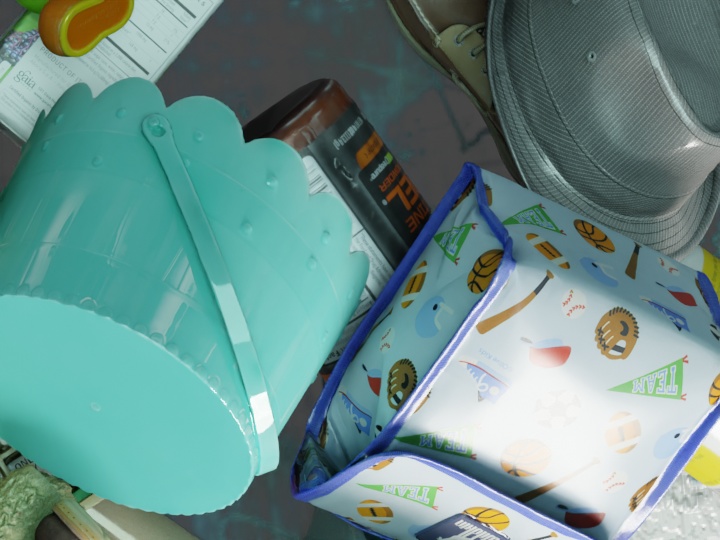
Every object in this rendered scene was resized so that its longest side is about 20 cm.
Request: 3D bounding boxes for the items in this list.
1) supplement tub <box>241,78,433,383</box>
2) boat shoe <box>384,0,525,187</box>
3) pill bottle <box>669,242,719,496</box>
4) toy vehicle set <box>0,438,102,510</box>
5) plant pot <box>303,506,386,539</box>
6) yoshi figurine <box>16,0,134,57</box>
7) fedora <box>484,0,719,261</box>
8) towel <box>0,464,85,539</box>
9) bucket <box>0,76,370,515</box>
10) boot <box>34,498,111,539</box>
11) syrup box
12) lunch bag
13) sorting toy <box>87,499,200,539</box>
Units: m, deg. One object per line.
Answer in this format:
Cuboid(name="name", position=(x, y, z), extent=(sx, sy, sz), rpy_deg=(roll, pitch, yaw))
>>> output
Cuboid(name="supplement tub", position=(0.000, 0.000, 1.494), extent=(0.107, 0.107, 0.201), rpy_deg=(-38, 101, -8))
Cuboid(name="boat shoe", position=(0.083, -0.124, 1.520), extent=(0.076, 0.072, 0.200), rpy_deg=(-41, 101, -7))
Cuboid(name="pill bottle", position=(0.187, 0.049, 1.535), extent=(0.199, 0.111, 0.112), rpy_deg=(35, 86, -13))
Cuboid(name="toy vehicle set", position=(-0.180, 0.078, 1.472), extent=(0.199, 0.027, 0.125), rpy_deg=(-34, 90, -18))
Cuboid(name="plant pot", position=(0.033, 0.266, 1.481), extent=(0.195, 0.196, 0.201), rpy_deg=(26, 99, -13))
Cuboid(name="yoshi figurine", position=(-0.214, -0.188, 1.397), extent=(0.200, 0.112, 0.113), rpy_deg=(35, 89, 32))
Cuboid(name="fedora", position=(0.156, -0.110, 1.464), extent=(0.176, 0.090, 0.201), rpy_deg=(11, 60, -36))
Cuboid(name="towel", position=(-0.184, 0.212, 1.443), extent=(0.148, 0.036, 0.201), rpy_deg=(-36, 124, -13))
Cuboid(name="bucket", position=(-0.107, 0.019, 1.368), extent=(0.206, 0.207, 0.135), rpy_deg=(34, 57, -12))
Cuboid(name="boot", position=(-0.178, 0.231, 1.386), extent=(0.166, 0.072, 0.201), rpy_deg=(-29, 126, -20))
Cuboid(name="syrup box", position=(-0.127, -0.150, 1.469), extent=(0.081, 0.079, 0.200), rpy_deg=(40, 85, -12))
Cuboid(name="lunch bag", position=(0.080, 0.075, 1.413), extent=(0.169, 0.124, 0.200), rpy_deg=(26, 115, -23))
Cuboid(name="sorting toy", position=(-0.190, 0.205, 1.500), extent=(0.185, 0.036, 0.201), rpy_deg=(35, 86, -12))
